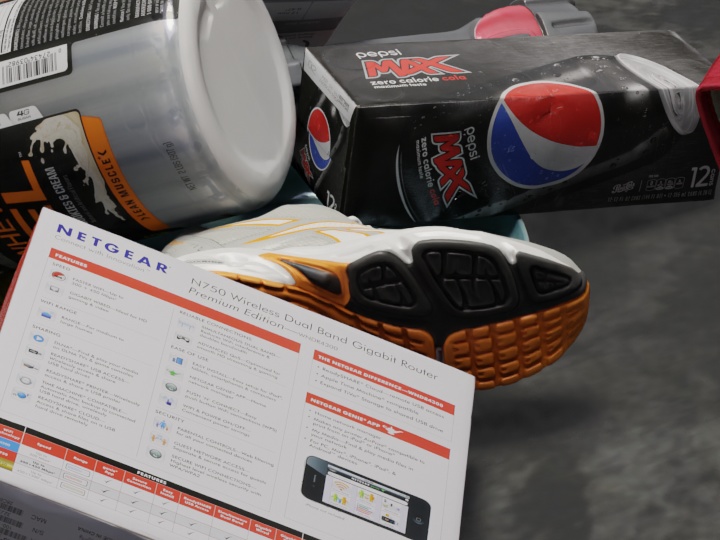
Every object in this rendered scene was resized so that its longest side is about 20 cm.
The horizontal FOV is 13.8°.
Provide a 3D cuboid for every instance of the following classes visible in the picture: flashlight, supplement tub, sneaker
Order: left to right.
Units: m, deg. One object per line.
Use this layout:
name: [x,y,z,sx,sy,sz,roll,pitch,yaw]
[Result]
supplement tub: [-0.140,-0.067,1.349,0.199,0.123,0.123,-13,29,23]
sneaker: [0.000,0.000,1.285,0.198,0.076,0.092,0,29,5]
flashlight: [0.018,-0.093,1.454,0.199,0.068,0.068,-8,34,-19]

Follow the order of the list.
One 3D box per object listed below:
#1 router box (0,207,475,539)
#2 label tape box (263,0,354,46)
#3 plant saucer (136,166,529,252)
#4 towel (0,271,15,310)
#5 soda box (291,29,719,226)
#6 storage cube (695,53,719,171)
router box: [-0.057,0.075,1.172,0.199,0.049,0.180,22,33,-7]
label tape box: [-0.094,-0.126,1.479,0.142,0.200,0.067,-3,69,-18]
plant saucer: [-0.021,0.004,1.369,0.199,0.028,0.201,-3,32,2]
towel: [-0.222,0.026,1.373,0.199,0.023,0.143,-24,37,-31]
soda box: [0.072,-0.068,1.392,0.199,0.064,0.071,-5,30,-23]
storage cube: [0.273,-0.060,1.241,0.199,0.172,0.180,1,38,35]
